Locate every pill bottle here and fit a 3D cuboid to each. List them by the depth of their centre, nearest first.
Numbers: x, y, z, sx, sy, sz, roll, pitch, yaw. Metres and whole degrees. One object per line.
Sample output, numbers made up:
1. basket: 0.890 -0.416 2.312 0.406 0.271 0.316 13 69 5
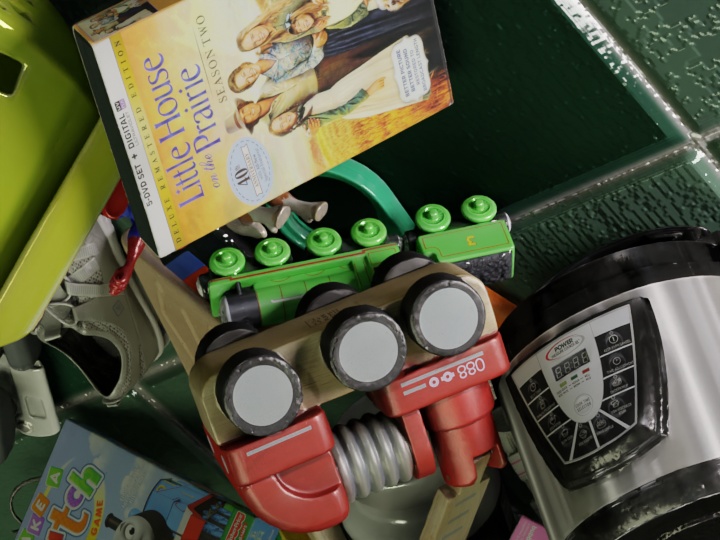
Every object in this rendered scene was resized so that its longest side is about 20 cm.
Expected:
1. pill bottle: 0.050 0.179 1.500 0.116 0.117 0.201 0 135 21

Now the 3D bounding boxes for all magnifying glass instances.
1. magnifying glass: 0.028 -0.011 1.380 0.199 0.022 0.080 34 137 -13

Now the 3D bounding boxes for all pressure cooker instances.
1. pressure cooker: 0.170 0.077 1.288 0.175 0.201 0.179 -9 152 -16

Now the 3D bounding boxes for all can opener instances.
1. can opener: -0.255 0.057 1.532 0.052 0.067 0.201 8 133 15

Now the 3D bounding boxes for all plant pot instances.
1. plant pot: -0.236 -0.083 1.234 0.181 0.200 0.200 27 103 -20

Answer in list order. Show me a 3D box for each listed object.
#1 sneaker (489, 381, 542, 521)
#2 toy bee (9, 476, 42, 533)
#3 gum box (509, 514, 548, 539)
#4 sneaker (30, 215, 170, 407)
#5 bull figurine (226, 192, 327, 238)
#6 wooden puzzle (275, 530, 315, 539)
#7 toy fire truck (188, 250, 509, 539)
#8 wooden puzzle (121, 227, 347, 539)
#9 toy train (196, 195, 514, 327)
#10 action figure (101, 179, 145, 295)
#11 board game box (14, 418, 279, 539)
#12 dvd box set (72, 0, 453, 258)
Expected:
1. sneaker: 0.143 0.127 1.428 0.199 0.089 0.081 33 137 -15
2. toy bee: -0.167 0.235 1.633 0.198 0.109 0.132 2 105 -9
3. gum box: 0.153 0.224 1.411 0.113 0.066 0.200 25 173 18
4. sneaker: -0.196 0.007 1.436 0.074 0.082 0.200 -17 127 34
5. bull figurine: -0.081 -0.098 1.283 0.121 0.065 0.201 32 151 22
6. wooden puzzle: -0.026 0.226 1.548 0.200 0.037 0.186 47 161 38
7. toy fire truck: 0.007 0.108 1.272 0.175 0.129 0.201 -22 104 -10
8. wooden puzzle: -0.073 0.073 1.413 0.200 0.046 0.186 43 160 51
9. toy train: 0.000 0.000 1.318 0.199 0.057 0.042 -12 139 -8
10. action figure: -0.157 -0.022 1.323 0.065 0.099 0.200 28 180 -16
11. board game box: -0.165 0.211 1.543 0.199 0.152 0.037 22 178 38
12. dvd box set: -0.048 -0.112 1.183 0.029 0.199 0.147 42 153 47
